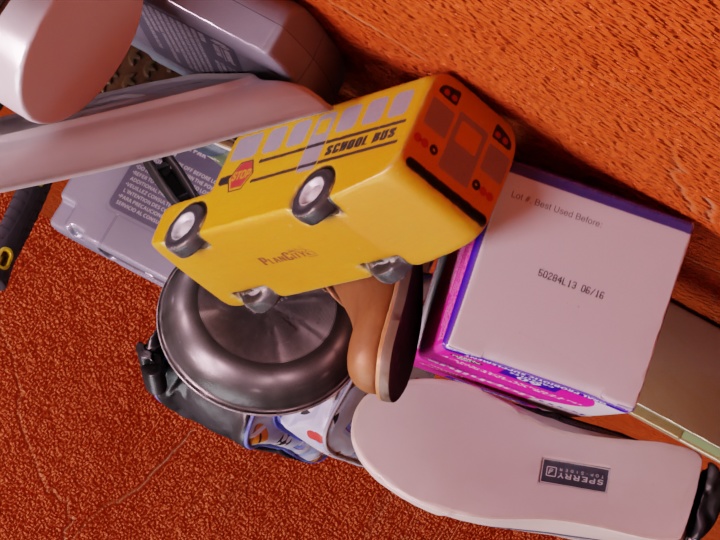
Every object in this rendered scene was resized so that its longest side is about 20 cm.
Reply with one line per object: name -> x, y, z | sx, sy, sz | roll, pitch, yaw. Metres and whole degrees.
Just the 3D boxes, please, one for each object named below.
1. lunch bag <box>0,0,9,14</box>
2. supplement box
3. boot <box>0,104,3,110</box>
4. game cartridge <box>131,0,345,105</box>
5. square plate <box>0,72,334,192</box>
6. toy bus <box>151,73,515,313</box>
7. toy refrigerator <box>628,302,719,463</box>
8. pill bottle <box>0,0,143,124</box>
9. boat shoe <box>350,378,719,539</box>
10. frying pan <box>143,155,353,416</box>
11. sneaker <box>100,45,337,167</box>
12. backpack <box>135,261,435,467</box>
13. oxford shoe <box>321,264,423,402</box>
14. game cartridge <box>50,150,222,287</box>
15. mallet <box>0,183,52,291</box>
lunch bag -> -0.239, -0.169, 1.169 | 0.200, 0.168, 0.139 | 27, 173, 21
supplement box -> 0.094, 0.014, 1.408 | 0.101, 0.103, 0.200 | 19, 176, -3
boot -> -0.235, -0.103, 1.445 | 0.069, 0.200, 0.174 | 31, 150, 13
game cartridge -> -0.072, -0.124, 1.404 | 0.133, 0.040, 0.200 | 32, 174, 7
square plate -> -0.136, -0.070, 1.369 | 0.198, 0.028, 0.200 | -15, -171, -17
toy bus -> -0.018, -0.036, 1.355 | 0.065, 0.078, 0.200 | 37, 151, -28
toy refrigerator -> 0.175, 0.058, 1.600 | 0.200, 0.070, 0.076 | 29, 174, 4
pill bottle -> -0.208, -0.156, 1.296 | 0.200, 0.120, 0.120 | 32, 175, 21
boat shoe -> 0.094, 0.114, 1.460 | 0.200, 0.075, 0.093 | 15, 167, 9
frying pan -> -0.057, -0.008, 1.467 | 0.115, 0.190, 0.031 | -3, 150, -11
sneaker -> -0.094, -0.098, 1.551 | 0.200, 0.067, 0.090 | 27, 171, 7
backpack -> -0.026, 0.024, 1.686 | 0.154, 0.191, 0.200 | 21, 177, 14
oxford shoe -> 0.000, 0.000, 1.421 | 0.071, 0.071, 0.200 | 3, -145, 0
game cartridge -> -0.071, -0.041, 1.606 | 0.200, 0.133, 0.041 | 27, 174, 22
mallet -> -0.182, -0.081, 1.550 | 0.066, 0.200, 0.041 | 41, 147, -19
